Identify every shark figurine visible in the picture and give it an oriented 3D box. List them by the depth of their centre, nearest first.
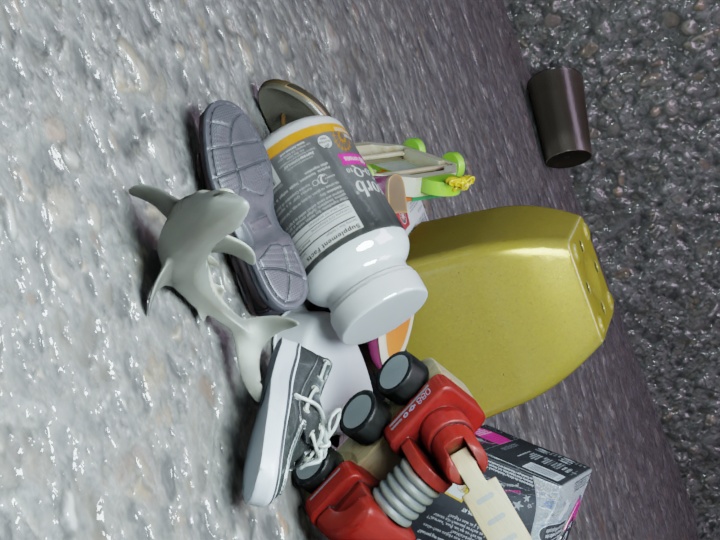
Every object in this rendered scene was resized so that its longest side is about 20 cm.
[{"bbox_3d":[-0.135,0.015,1.083,0.215,0.127,0.090,79,32,-51],"label":"shark figurine"}]

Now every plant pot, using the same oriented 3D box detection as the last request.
[{"bbox_3d":[0.163,0.034,1.470,0.196,0.198,0.196,69,21,-11],"label":"plant pot"}]

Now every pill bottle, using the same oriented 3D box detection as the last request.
[{"bbox_3d":[-0.023,-0.038,1.289,0.201,0.116,0.116,60,13,19],"label":"pill bottle"}]

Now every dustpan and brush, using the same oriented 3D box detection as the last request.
[{"bbox_3d":[-0.050,0.062,1.316,0.139,0.057,0.202,5,75,-59],"label":"dustpan and brush"}]

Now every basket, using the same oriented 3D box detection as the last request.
[{"bbox_3d":[0.479,-0.357,3.213,0.180,0.135,0.202,43,37,-67],"label":"basket"}]

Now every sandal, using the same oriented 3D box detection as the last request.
[{"bbox_3d":[-0.058,-0.105,1.426,0.055,0.081,0.202,-43,124,-47],"label":"sandal"}]

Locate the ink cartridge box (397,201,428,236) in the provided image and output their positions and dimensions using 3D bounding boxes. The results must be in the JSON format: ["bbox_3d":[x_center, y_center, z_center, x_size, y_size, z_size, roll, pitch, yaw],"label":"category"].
[{"bbox_3d":[0.045,0.003,1.593,0.144,0.083,0.202,-52,122,-69],"label":"ink cartridge box"}]

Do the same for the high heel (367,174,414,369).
[{"bbox_3d":[0.000,0.000,1.374,0.067,0.095,0.202,-11,99,-51],"label":"high heel"}]

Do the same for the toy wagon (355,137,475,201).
[{"bbox_3d":[0.047,-0.111,1.535,0.154,0.199,0.040,-11,115,-39],"label":"toy wagon"}]

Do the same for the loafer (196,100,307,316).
[{"bbox_3d":[-0.112,-0.052,1.231,0.071,0.063,0.202,-17,85,-43],"label":"loafer"}]

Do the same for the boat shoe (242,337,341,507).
[{"bbox_3d":[-0.056,0.134,1.156,0.200,0.067,0.074,-84,-165,-64],"label":"boat shoe"}]

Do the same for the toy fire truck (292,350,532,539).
[{"bbox_3d":[0.057,0.200,1.182,0.128,0.176,0.200,39,8,-31],"label":"toy fire truck"}]

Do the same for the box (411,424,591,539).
[{"bbox_3d":[0.142,0.235,1.345,0.116,0.131,0.200,-70,162,4],"label":"box"}]

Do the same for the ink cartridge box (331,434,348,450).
[{"bbox_3d":[0.007,0.209,1.381,0.200,0.050,0.162,44,30,-27],"label":"ink cartridge box"}]

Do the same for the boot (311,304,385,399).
[{"bbox_3d":[0.018,0.072,1.444,0.201,0.074,0.098,55,32,-36],"label":"boot"}]
